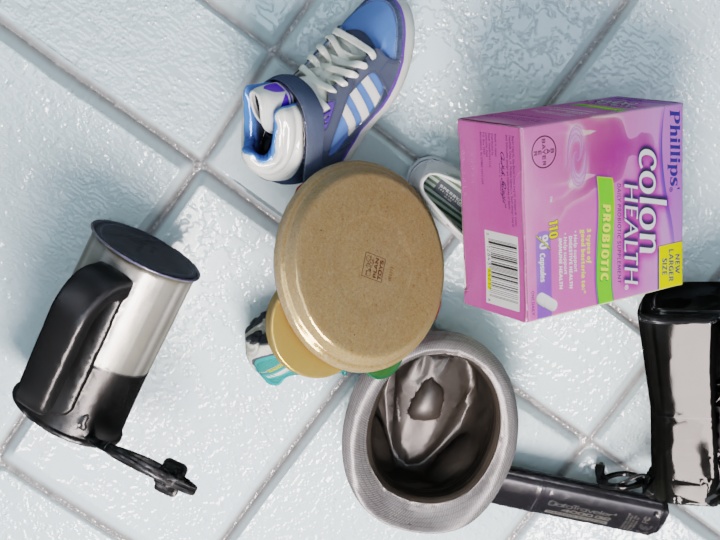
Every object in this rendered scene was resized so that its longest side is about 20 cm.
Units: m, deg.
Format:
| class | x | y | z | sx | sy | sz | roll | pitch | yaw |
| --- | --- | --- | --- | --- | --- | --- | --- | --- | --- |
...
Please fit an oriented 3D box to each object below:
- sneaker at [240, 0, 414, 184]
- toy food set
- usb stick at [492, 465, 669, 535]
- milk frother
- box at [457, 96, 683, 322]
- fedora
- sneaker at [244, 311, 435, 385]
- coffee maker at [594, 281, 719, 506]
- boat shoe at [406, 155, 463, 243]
| class | x | y | z | sx | sy | sz | roll | pitch | yaw |
| --- | --- | --- | --- | --- | --- | --- | --- | --- | --- |
| sneaker | -0.037 | -0.169 | 1.238 | 0.080 | 0.146 | 0.201 | 37 | 107 | 25 |
| toy food set | 0.000 | 0.000 | 1.254 | 0.196 | 0.048 | 0.203 | 1 | 86 | -35 |
| usb stick | 0.223 | 0.239 | 1.419 | 0.197 | 0.033 | 0.056 | 13 | 136 | -7 |
| milk frother | -0.208 | 0.087 | 1.280 | 0.198 | 0.181 | 0.190 | 27 | 102 | -7 |
| box | 0.199 | -0.062 | 1.267 | 0.198 | 0.096 | 0.178 | -11 | 105 | -32 |
| fedora | 0.067 | 0.152 | 1.362 | 0.174 | 0.090 | 0.203 | 6 | 101 | -6 |
| sneaker | -0.017 | 0.061 | 1.354 | 0.198 | 0.078 | 0.080 | -15 | 127 | 3 |
| coffee maker | 0.326 | 0.122 | 1.349 | 0.189 | 0.135 | 0.203 | -9 | 105 | 0 |
| boat shoe | 0.129 | -0.038 | 1.328 | 0.198 | 0.067 | 0.074 | 28 | 102 | -10 |
